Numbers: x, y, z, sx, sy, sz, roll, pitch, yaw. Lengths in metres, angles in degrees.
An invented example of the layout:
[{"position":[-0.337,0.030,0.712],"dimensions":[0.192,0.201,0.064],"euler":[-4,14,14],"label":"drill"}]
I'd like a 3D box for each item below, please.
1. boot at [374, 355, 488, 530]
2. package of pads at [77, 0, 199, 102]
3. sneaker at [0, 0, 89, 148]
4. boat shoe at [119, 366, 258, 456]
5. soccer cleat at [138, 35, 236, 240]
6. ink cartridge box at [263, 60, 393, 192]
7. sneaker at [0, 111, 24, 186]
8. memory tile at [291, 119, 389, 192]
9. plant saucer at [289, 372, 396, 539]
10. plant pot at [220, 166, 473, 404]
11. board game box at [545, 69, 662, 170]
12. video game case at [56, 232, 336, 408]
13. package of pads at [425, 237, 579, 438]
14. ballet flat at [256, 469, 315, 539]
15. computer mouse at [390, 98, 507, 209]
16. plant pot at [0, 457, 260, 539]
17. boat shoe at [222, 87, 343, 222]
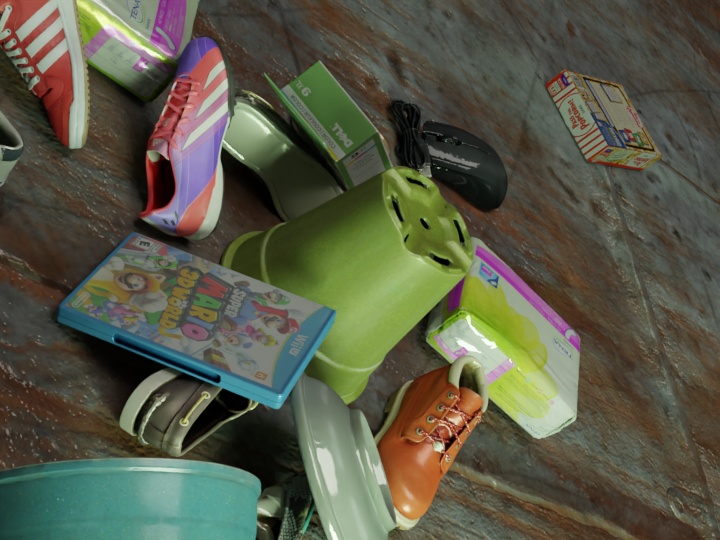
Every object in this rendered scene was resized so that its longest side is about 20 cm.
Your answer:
[{"position":[0.069,0.160,1.310],"dimensions":[0.075,0.107,0.200],"euler":[44,34,-19],"label":"boot"},{"position":[-0.258,-0.274,1.336],"dimensions":[0.200,0.068,0.155],"euler":[35,34,-26],"label":"package of pads"},{"position":[-0.307,-0.203,1.202],"dimensions":[0.112,0.071,0.200],"euler":[-9,91,-23],"label":"sneaker"},{"position":[-0.117,0.099,1.140],"dimensions":[0.060,0.072,0.200],"euler":[33,30,19],"label":"boat shoe"},{"position":[-0.166,-0.131,1.269],"dimensions":[0.073,0.068,0.200],"euler":[13,76,-44],"label":"soccer cleat"},{"position":[-0.026,-0.148,1.394],"dimensions":[0.104,0.059,0.200],"euler":[52,-1,18],"label":"ink cartridge box"},{"position":[-0.349,-0.155,1.094],"dimensions":[0.200,0.071,0.073],"euler":[47,32,-11],"label":"sneaker"},{"position":[-0.021,-0.125,1.554],"dimensions":[0.153,0.017,0.200],"euler":[33,37,-30],"label":"memory tile"},{"position":[-0.008,0.176,1.151],"dimensions":[0.200,0.050,0.200],"euler":[-18,90,-87],"label":"plant saucer"},{"position":[0.000,0.000,1.293],"dimensions":[0.200,0.190,0.200],"euler":[33,38,-30],"label":"plant pot"},{"position":[0.399,-0.243,2.198],"dimensions":[0.200,0.046,0.152],"euler":[2,58,-52],"label":"board game box"},{"position":[-0.135,0.038,1.144],"dimensions":[0.200,0.018,0.143],"euler":[21,32,7],"label":"video game case"},{"position":[0.168,0.079,1.540],"dimensions":[0.200,0.068,0.155],"euler":[42,33,-18],"label":"package of pads"},{"position":[-0.078,0.223,1.092],"dimensions":[0.072,0.072,0.200],"euler":[41,32,-20],"label":"ballet flat"},{"position":[0.129,-0.144,1.736],"dimensions":[0.200,0.053,0.139],"euler":[26,40,-37],"label":"computer mouse"},{"position":[-0.159,0.233,0.864],"dimensions":[0.200,0.200,0.188],"euler":[17,60,-44],"label":"plant pot"},{"position":[-0.078,-0.111,1.410],"dimensions":[0.202,0.072,0.060],"euler":[47,17,-26],"label":"boat shoe"}]
